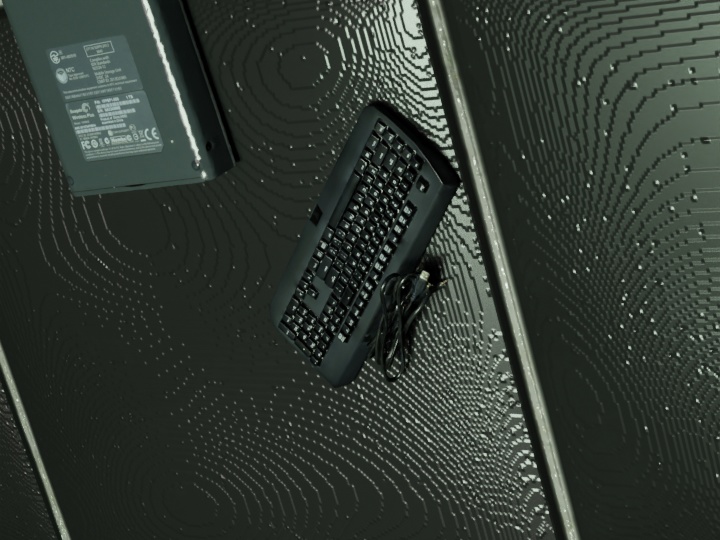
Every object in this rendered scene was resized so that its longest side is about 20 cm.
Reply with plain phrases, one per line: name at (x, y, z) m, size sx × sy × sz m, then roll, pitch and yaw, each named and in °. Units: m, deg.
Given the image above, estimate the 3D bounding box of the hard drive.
hard drive at (-0.169, -0.151, 1.203) m, size 0.139 × 0.033 × 0.202 m, roll -3°, pitch 112°, yaw 40°

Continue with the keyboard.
keyboard at (0.000, 0.000, 1.150) m, size 0.104 × 0.040 × 0.201 m, roll 40°, pitch 134°, yaw 15°
